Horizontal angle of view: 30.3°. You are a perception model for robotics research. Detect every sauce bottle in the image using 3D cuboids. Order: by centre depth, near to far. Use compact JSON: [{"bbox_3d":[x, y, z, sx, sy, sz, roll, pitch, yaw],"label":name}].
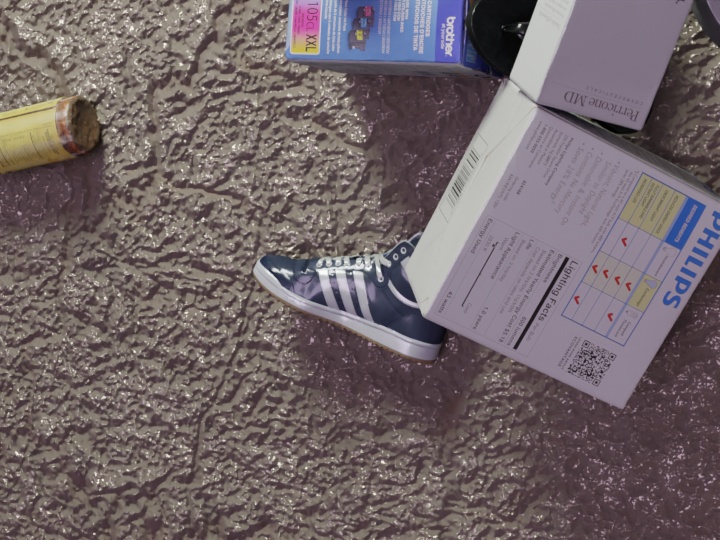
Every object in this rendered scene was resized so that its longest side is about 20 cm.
[{"bbox_3d":[-0.372,-0.137,1.409,0.198,0.066,0.067,-8,92,24],"label":"sauce bottle"}]

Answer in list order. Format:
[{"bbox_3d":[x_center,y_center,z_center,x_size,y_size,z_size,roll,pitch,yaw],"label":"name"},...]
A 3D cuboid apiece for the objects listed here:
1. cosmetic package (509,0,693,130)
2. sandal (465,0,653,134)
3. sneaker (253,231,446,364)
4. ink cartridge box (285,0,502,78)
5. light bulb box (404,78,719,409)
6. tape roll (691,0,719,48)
[{"bbox_3d":[0.201,-0.220,1.031,0.100,0.074,0.202,11,109,-18],"label":"cosmetic package"},{"bbox_3d":[0.179,-0.183,1.131,0.199,0.048,0.076,24,83,-24],"label":"sandal"},{"bbox_3d":[0.000,0.000,1.267,0.198,0.070,0.110,24,108,11],"label":"sneaker"},{"bbox_3d":[0.050,-0.215,1.192,0.197,0.136,0.077,7,96,21],"label":"ink cartridge box"},{"bbox_3d":[0.173,-0.024,1.127,0.198,0.125,0.200,25,105,-14],"label":"light bulb box"},{"bbox_3d":[0.361,-0.259,1.068,0.197,0.066,0.203,0,98,2],"label":"tape roll"}]
